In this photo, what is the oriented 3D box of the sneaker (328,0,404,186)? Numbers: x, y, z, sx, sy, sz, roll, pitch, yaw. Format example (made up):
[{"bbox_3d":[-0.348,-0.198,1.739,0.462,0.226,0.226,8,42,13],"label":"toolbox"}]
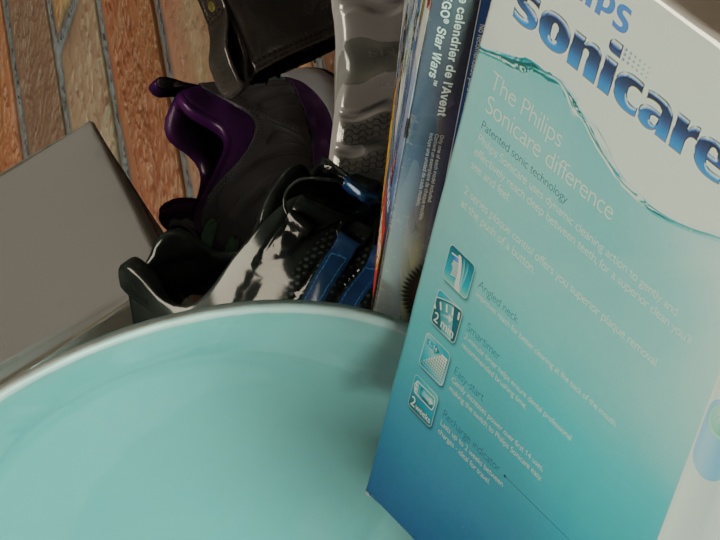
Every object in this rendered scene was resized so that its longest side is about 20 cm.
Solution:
[{"bbox_3d":[0.020,-0.096,0.985,0.082,0.074,0.202,-83,4,-86],"label":"sneaker"}]

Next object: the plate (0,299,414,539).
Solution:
[{"bbox_3d":[-0.050,0.074,0.823,0.026,0.199,0.201,-110,27,-42],"label":"plate"}]

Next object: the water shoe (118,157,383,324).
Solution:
[{"bbox_3d":[0.000,0.000,0.911,0.199,0.072,0.079,-20,103,30],"label":"water shoe"}]

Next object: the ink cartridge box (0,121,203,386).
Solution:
[{"bbox_3d":[-0.111,0.074,1.125,0.201,0.144,0.145,59,179,-34],"label":"ink cartridge box"}]

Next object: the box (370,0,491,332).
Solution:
[{"bbox_3d":[0.036,-0.094,0.823,0.201,0.040,0.138,-84,3,-52],"label":"box"}]

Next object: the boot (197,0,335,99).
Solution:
[{"bbox_3d":[-0.022,-0.168,1.051,0.175,0.200,0.069,54,148,3],"label":"boot"}]

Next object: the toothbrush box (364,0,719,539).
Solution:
[{"bbox_3d":[0.093,0.015,0.711,0.146,0.085,0.201,42,134,36],"label":"toothbrush box"}]

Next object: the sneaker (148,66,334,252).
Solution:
[{"bbox_3d":[-0.039,0.009,1.129,0.075,0.087,0.201,121,143,-55],"label":"sneaker"}]
